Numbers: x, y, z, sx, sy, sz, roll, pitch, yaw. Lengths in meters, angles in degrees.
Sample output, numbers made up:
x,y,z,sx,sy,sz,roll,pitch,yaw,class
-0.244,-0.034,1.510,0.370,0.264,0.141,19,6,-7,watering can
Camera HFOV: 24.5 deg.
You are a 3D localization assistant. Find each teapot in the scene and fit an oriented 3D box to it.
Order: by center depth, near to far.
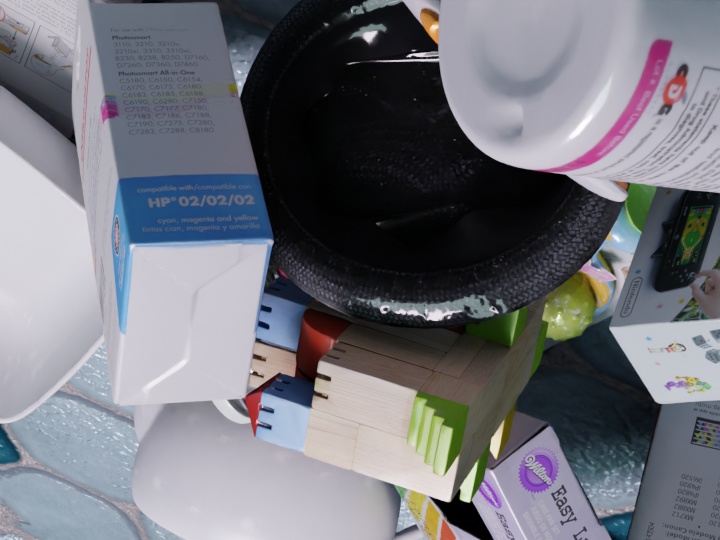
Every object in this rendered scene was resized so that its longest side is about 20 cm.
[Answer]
x,y,z,sx,sy,sz,roll,pitch,yaw,class
-0.048,0.116,1.118,0.196,0.147,0.199,20,180,43,teapot

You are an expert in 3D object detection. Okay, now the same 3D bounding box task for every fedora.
x,y,z,sx,sy,sz,roll,pitch,yaw,class
0.041,-0.058,0.820,0.199,0.203,0.092,11,175,19,fedora

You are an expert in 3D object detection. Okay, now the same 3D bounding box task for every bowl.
x,y,z,sx,sy,sz,roll,pitch,yaw,class
-0.226,-0.027,0.954,0.199,0.075,0.200,38,129,-12,bowl

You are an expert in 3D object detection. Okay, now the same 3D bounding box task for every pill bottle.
x,y,z,sx,sy,sz,roll,pitch,yaw,class
0.139,-0.088,0.656,0.198,0.115,0.113,4,161,-35,pill bottle

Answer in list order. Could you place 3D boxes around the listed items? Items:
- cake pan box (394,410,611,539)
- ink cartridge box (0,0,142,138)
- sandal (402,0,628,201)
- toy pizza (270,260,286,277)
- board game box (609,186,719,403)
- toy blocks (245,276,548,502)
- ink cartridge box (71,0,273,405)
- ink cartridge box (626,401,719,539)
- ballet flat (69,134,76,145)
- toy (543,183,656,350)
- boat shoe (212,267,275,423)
x,y,z,sx,sy,sz,roll,pitch,yaw,class
0.089,0.158,1.003,0.184,0.052,0.201,15,137,61,cake pan box
-0.211,-0.177,0.881,0.199,0.045,0.176,29,146,-8,ink cartridge box
0.058,-0.119,0.732,0.207,0.059,0.079,51,-170,20,sandal
0.000,0.000,0.970,0.199,0.032,0.201,30,152,18,toy pizza
0.227,-0.018,0.739,0.199,0.148,0.064,-6,135,37,board game box
0.008,0.043,0.838,0.135,0.200,0.101,16,113,15,toy blocks
-0.097,-0.050,0.808,0.067,0.201,0.116,-3,140,-16,ink cartridge box
0.207,0.197,1.031,0.083,0.177,0.201,12,145,15,ink cartridge box
-0.147,-0.021,1.050,0.199,0.068,0.062,36,168,-15,ballet flat
0.104,0.003,0.939,0.115,0.047,0.200,35,145,-14,toy
-0.087,-0.003,0.995,0.060,0.076,0.201,-17,110,42,boat shoe
